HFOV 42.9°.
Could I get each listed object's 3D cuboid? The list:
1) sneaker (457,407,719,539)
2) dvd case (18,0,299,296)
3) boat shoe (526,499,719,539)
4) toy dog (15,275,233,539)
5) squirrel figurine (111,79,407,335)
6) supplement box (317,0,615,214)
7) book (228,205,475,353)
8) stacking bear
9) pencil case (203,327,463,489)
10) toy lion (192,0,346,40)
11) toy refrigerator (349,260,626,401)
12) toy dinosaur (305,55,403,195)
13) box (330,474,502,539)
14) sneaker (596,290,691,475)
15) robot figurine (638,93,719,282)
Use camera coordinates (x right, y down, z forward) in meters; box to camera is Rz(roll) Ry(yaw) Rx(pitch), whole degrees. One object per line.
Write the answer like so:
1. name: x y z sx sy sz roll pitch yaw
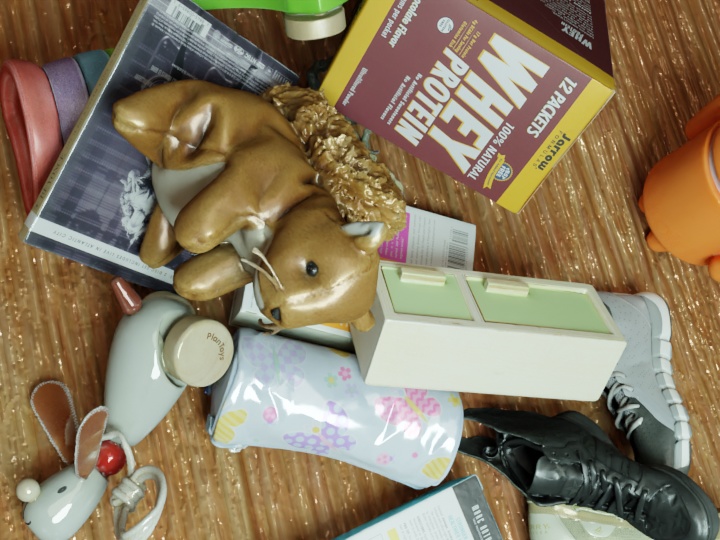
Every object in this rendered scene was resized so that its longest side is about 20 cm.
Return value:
1. sneaker: 0.171 0.164 0.724 0.103 0.199 0.061 -5 116 -37
2. dvd case: -0.142 -0.088 0.676 0.148 0.016 0.202 25 94 -49
3. boat shoe: 0.235 0.212 0.775 0.198 0.073 0.064 -2 77 -12
4. toy dog: -0.179 0.086 0.648 0.096 0.131 0.202 45 52 -33
5. squirrel figurine: -0.042 -0.046 0.636 0.186 0.143 0.199 34 46 29
6. supplement box: 0.091 -0.192 0.771 0.196 0.133 0.201 28 37 -10
7. book: 0.000 0.000 0.774 0.198 0.048 0.135 15 68 -16
8. stacking bear: -0.168 -0.120 0.722 0.198 0.114 0.123 -12 78 -27
9. pencil case: -0.019 0.108 0.711 0.198 0.083 0.092 14 69 -15
10. toy lion: -0.081 -0.253 0.753 0.198 0.069 0.192 7 36 21
11. toy refrigerator: 0.098 0.045 0.715 0.197 0.071 0.076 6 35 -16
12. toy dinosaur: -0.027 -0.143 0.810 0.199 0.047 0.089 35 72 -2
13. box: 0.015 0.235 0.701 0.198 0.049 0.083 -20 81 -23
14. sneaker: 0.214 0.101 0.798 0.114 0.075 0.202 11 51 -7
15. robot figurine: 0.337 -0.074 0.826 0.116 0.200 0.145 34 65 -5
